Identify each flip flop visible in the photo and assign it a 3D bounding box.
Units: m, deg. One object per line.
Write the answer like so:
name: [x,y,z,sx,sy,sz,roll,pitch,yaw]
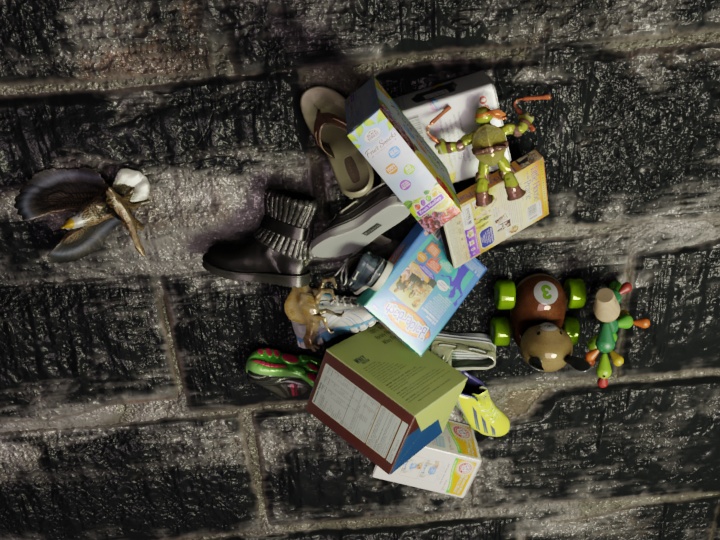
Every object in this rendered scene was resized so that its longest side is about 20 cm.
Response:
flip flop: [-0.039,-0.211,1.360,0.080,0.057,0.202,-25,76,14]

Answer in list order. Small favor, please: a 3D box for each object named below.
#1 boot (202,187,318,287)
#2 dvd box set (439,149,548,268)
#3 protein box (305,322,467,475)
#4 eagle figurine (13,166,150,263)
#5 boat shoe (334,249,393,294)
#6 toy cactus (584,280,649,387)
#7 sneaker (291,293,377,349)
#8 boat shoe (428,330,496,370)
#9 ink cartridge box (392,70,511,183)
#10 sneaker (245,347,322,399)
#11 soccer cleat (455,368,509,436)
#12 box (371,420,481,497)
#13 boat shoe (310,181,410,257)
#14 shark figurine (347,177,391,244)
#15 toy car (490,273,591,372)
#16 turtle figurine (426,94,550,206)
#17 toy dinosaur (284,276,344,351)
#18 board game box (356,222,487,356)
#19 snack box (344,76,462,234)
boot: [-0.173,-0.065,1.466,0.208,0.079,0.160,7,108,12]
dvd box set: [0.225,-0.102,1.440,0.198,0.030,0.147,-30,141,-5]
protein box: [0.047,0.220,1.526,0.199,0.198,0.136,34,119,23]
eagle figurine: [-0.461,-0.096,1.428,0.198,0.150,0.154,-5,79,33]
boat shoe: [0.000,0.000,1.462,0.062,0.200,0.075,34,86,-10]
toy cactus: [0.450,0.093,1.518,0.101,0.201,0.166,14,153,29]
sneaker: [-0.041,0.072,1.558,0.198,0.075,0.087,-22,112,9]
boat shoe: [0.162,0.155,1.618,0.197,0.062,0.073,-4,119,1]
ink cartridge box: [0.132,-0.222,1.396,0.197,0.083,0.147,-16,118,6]
sneaker: [-0.127,0.208,1.636,0.198,0.077,0.084,20,134,-10]
soccer cleat: [0.232,0.261,1.668,0.200,0.065,0.083,41,139,-20]
box: [0.128,0.361,1.700,0.197,0.113,0.102,16,116,-10]
boat shoe: [-0.002,-0.085,1.397,0.199,0.064,0.070,-28,147,28]
shark figurine: [0.021,-0.099,1.458,0.127,0.090,0.216,19,118,-14]
toy car: [0.334,0.116,1.526,0.162,0.201,0.160,-1,120,-3]
turtle figurine: [0.212,-0.188,1.320,0.197,0.065,0.163,-15,107,3]
toy dinosaur: [-0.091,0.048,1.505,0.100,0.058,0.203,-15,96,10]
board game box: [0.110,0.026,1.508,0.152,0.045,0.201,42,82,-22]
snack box: [0.061,-0.175,1.275,0.067,0.169,0.200,-35,113,15]
